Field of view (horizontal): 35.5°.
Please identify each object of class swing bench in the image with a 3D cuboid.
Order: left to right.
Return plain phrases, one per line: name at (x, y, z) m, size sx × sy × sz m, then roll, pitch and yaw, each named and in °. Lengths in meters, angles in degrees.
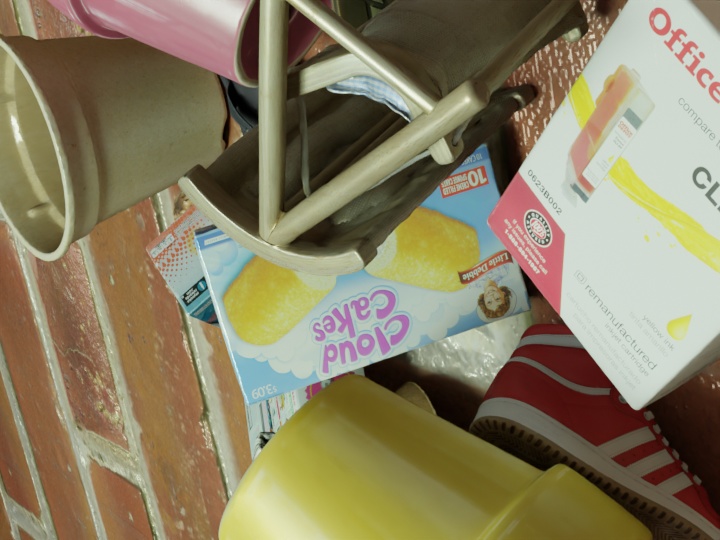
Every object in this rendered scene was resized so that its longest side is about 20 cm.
swing bench at (0.026, -0.112, 0.625) m, size 0.129 × 0.199 × 0.201 m, roll 39°, pitch 142°, yaw 7°

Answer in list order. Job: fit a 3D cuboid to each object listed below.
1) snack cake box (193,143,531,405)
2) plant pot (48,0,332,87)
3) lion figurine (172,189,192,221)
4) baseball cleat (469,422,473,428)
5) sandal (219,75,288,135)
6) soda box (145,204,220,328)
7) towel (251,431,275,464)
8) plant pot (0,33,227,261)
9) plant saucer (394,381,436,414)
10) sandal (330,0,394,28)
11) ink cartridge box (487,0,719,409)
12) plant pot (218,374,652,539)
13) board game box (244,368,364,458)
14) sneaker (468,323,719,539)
snack cake box at (0.000, 0.000, 0.744) m, size 0.067 × 0.198 × 0.116 m, roll -154°, pitch 46°, yaw -80°
plant pot at (-0.113, -0.233, 0.803) m, size 0.178 × 0.200 × 0.201 m, roll 36°, pitch 138°, yaw 16°
lion figurine at (-0.093, -0.022, 0.906) m, size 0.201 × 0.121 × 0.073 m, roll -104°, pitch 7°, yaw -61°
baseball cleat at (0.108, 0.161, 0.820) m, size 0.107 × 0.069 × 0.201 m, roll 49°, pitch 153°, yaw 17°
sandal at (-0.078, -0.137, 0.894) m, size 0.076 × 0.043 × 0.201 m, roll -38°, pitch 74°, yaw 21°
soda box at (-0.054, -0.049, 0.813) m, size 0.069 × 0.200 × 0.064 m, roll 53°, pitch -172°, yaw 23°
towel at (-0.016, 0.229, 0.836) m, size 0.200 × 0.034 × 0.193 m, roll 42°, pitch 151°, yaw 17°
plant pot at (-0.228, -0.134, 1.010) m, size 0.200 × 0.182 × 0.202 m, roll 32°, pitch 134°, yaw 42°
plant saucer at (0.032, 0.189, 0.873) m, size 0.200 × 0.035 × 0.203 m, roll 177°, pitch 90°, yaw -77°
sandal at (0.007, -0.246, 0.729) m, size 0.055 × 0.081 × 0.202 m, roll -118°, pitch 19°, yaw -50°
ink cartridge box at (0.170, -0.045, 0.584) m, size 0.146 × 0.083 × 0.201 m, roll 54°, pitch 144°, yaw 20°
plant pot at (0.028, 0.166, 0.629) m, size 0.188 × 0.200 × 0.202 m, roll 38°, pitch 138°, yaw 18°
board game box at (-0.047, 0.134, 0.947) m, size 0.200 × 0.063 × 0.149 m, roll 120°, pitch 142°, yaw -62°
sneaker at (0.170, 0.110, 0.704) m, size 0.199 × 0.113 × 0.071 m, roll 35°, pitch 141°, yaw -4°
